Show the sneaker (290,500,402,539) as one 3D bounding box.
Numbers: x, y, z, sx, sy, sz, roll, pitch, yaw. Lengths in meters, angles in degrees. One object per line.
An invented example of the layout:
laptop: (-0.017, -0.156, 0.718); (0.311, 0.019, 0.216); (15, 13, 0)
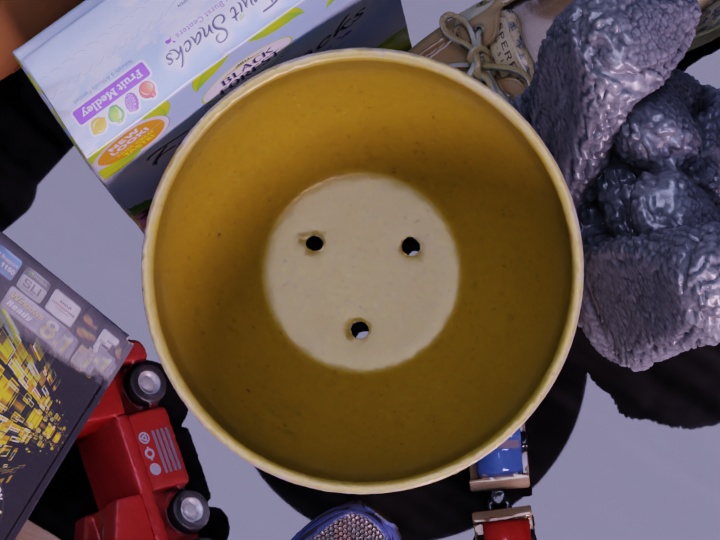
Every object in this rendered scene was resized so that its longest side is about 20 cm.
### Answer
sneaker: (-0.043, 0.198, 1.419); (0.075, 0.078, 0.200); (32, 84, 9)

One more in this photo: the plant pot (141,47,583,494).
plant pot: (0.000, 0.000, 1.410); (0.199, 0.142, 0.201); (0, 90, -1)

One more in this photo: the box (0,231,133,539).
box: (-0.220, 0.035, 1.346); (0.200, 0.049, 0.161); (41, 51, -13)

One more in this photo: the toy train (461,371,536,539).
toy train: (0.070, 0.139, 1.436); (0.034, 0.046, 0.201); (-6, 79, 4)

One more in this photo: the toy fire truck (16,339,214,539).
toy fire truck: (-0.138, 0.138, 1.414); (0.141, 0.049, 0.201); (-11, 77, -37)

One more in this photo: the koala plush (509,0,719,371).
koala plush: (0.187, -0.050, 1.421); (0.199, 0.184, 0.178); (-18, 78, -20)

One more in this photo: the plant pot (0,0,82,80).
plant pot: (-0.226, -0.157, 1.449); (0.140, 0.200, 0.201); (-25, 78, -16)

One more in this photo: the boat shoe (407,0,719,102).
boat shoe: (0.096, -0.117, 1.470); (0.199, 0.063, 0.073); (-27, 80, 0)

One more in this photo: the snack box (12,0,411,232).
snack box: (-0.064, -0.104, 1.412); (0.168, 0.200, 0.068); (-36, 79, -1)
